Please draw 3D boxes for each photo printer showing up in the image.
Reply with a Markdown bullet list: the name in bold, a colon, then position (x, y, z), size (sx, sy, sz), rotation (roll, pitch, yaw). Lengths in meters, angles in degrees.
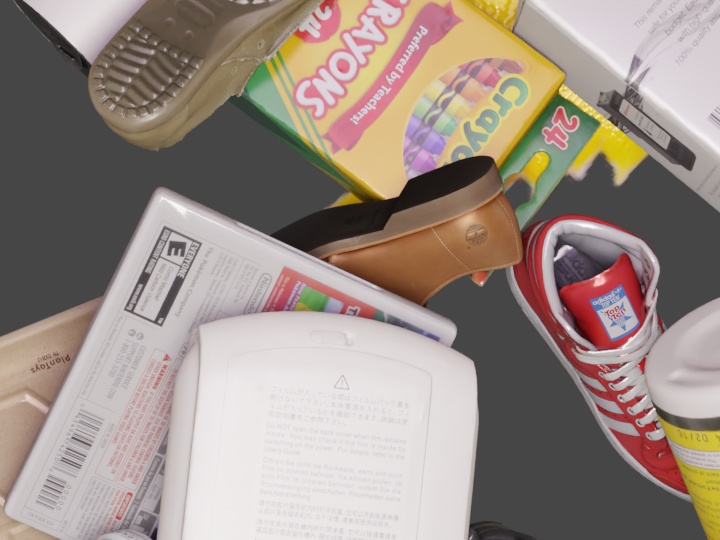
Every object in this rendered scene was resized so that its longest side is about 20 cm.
- **photo printer**: position (-0.023, 0.123, 1.548), size (0.165, 0.069, 0.202), rotation (7, 83, -12)

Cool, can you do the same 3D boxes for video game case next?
- **video game case**: position (-0.071, 0.080, 1.607), size (0.181, 0.023, 0.201), rotation (25, 102, -11)

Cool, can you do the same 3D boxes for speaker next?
- **speaker**: position (-0.109, -0.201, 1.723), size (0.081, 0.081, 0.200), rotation (43, 84, 5)

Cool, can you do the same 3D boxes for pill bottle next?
- **pill bottle**: position (0.239, 0.118, 1.639), size (0.111, 0.111, 0.201), rotation (-26, 113, -5)

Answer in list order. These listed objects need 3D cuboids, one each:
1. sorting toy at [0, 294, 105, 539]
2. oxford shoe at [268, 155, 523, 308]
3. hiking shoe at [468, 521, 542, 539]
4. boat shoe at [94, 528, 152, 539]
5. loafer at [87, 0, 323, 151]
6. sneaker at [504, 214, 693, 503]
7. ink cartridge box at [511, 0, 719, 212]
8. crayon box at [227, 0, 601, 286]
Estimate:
- **sorting toy**: position (-0.142, 0.121, 1.671), size (0.184, 0.037, 0.201), rotation (-22, 75, -22)
- **oxford shoe**: position (0.000, 0.000, 1.680), size (0.199, 0.071, 0.072), rotation (-16, 112, 29)
- **hiking shoe**: position (0.133, 0.209, 1.660), size (0.199, 0.101, 0.076), rotation (29, 83, 3)
- **boat shoe**: position (-0.129, 0.238, 1.586), size (0.071, 0.072, 0.201), rotation (-31, 117, -42)
- **loafer**: position (-0.079, -0.144, 1.678), size (0.076, 0.068, 0.200), rotation (42, 69, 15)
- **sneaker**: position (0.159, 0.051, 1.675), size (0.071, 0.112, 0.200), rotation (-40, 87, -9)
- **ink cartridge box**: position (0.206, -0.137, 1.714), size (0.200, 0.083, 0.145), rotation (40, 78, 5)
- **crayon box**: position (0.029, -0.101, 1.726), size (0.200, 0.051, 0.127), rotation (36, 83, 3)
